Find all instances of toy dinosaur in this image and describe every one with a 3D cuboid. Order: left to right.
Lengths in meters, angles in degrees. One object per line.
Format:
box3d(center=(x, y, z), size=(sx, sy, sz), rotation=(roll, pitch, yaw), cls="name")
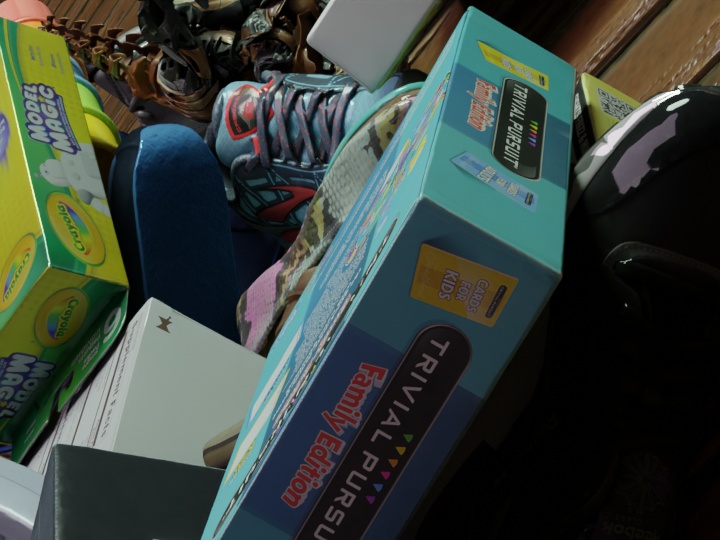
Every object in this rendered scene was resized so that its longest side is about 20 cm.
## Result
box3d(center=(-0.076, -0.119, 1.143), size=(0.102, 0.198, 0.136), rotation=(-90, -10, -54), cls="toy dinosaur")

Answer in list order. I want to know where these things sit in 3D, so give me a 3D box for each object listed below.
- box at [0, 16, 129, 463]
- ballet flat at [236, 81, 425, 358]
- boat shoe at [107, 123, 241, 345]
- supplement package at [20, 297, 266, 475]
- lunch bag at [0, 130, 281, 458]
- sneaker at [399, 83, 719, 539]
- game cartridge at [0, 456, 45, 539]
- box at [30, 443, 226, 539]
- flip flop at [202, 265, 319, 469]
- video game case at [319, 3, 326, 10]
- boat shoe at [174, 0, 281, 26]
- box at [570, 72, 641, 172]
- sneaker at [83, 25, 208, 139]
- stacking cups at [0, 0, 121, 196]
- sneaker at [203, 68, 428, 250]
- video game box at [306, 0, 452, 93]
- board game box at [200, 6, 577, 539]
box3d(center=(-0.168, -0.011, 1.051), size=(0.118, 0.048, 0.201), rotation=(-51, 43, 30), cls="box")
box3d(center=(0.000, 0.000, 0.986), size=(0.200, 0.069, 0.072), rotation=(-50, 40, 48), cls="ballet flat")
box3d(center=(-0.090, 0.028, 1.103), size=(0.069, 0.084, 0.202), rotation=(14, 102, 63), cls="boat shoe")
box3d(center=(-0.104, 0.127, 1.004), size=(0.200, 0.113, 0.110), rotation=(-48, 22, 41), cls="supplement package")
box3d(center=(-0.146, 0.031, 1.231), size=(0.136, 0.132, 0.201), rotation=(-21, 45, 65), cls="lunch bag")
box3d(center=(0.084, 0.045, 0.676), size=(0.201, 0.075, 0.088), rotation=(-65, 24, 22), cls="sneaker")
box3d(center=(-0.132, 0.152, 0.914), size=(0.041, 0.199, 0.134), rotation=(-21, -52, -50), cls="game cartridge")
box3d(center=(-0.060, 0.193, 0.707), size=(0.200, 0.123, 0.198), rotation=(-109, 31, -66), cls="box")
box3d(center=(0.006, 0.013, 0.887), size=(0.200, 0.081, 0.058), rotation=(-50, 62, 28), cls="flip flop")
box3d(center=(0.006, -0.236, 1.262), size=(0.182, 0.023, 0.202), rotation=(159, 128, -81), cls="video game case")
box3d(center=(-0.061, -0.144, 1.263), size=(0.200, 0.071, 0.062), rotation=(51, 142, 46), cls="boat shoe")
box3d(center=(0.048, 0.030, 0.811), size=(0.200, 0.050, 0.075), rotation=(-54, 20, 29), cls="box")
box3d(center=(-0.132, -0.082, 1.375), size=(0.201, 0.115, 0.075), rotation=(-59, 18, 14), cls="sneaker")
box3d(center=(-0.165, -0.087, 1.198), size=(0.061, 0.060, 0.200), rotation=(-58, 28, 18), cls="stacking cups")
box3d(center=(-0.027, -0.055, 1.068), size=(0.200, 0.095, 0.080), rotation=(-26, 43, 63), cls="sneaker")
box3d(center=(0.062, -0.193, 1.009), size=(0.201, 0.047, 0.182), rotation=(-56, 3, 25), cls="video game box")
box3d(center=(0.011, 0.016, 0.701), size=(0.152, 0.047, 0.200), rotation=(-60, 5, 22), cls="board game box")
